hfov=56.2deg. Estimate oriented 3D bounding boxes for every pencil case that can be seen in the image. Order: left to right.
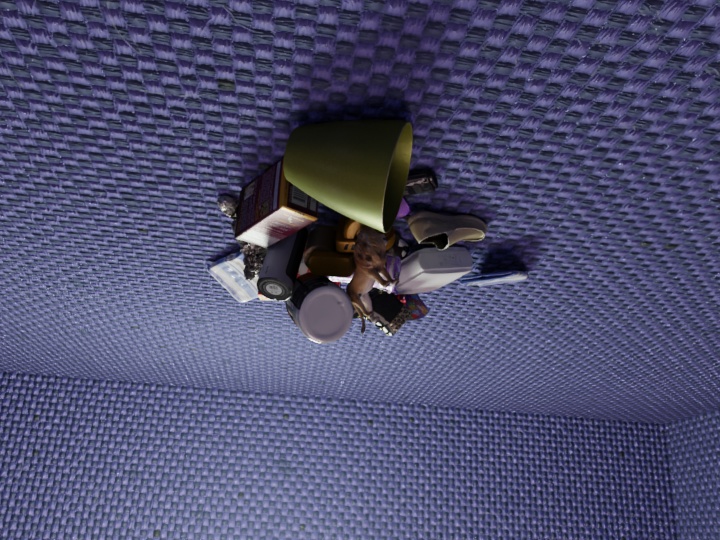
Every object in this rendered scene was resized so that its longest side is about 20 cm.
[{"bbox_3d":[0.000,0.000,1.537,0.195,0.088,0.084,9,-172,14],"label":"pencil case"}]

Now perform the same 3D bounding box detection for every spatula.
[{"bbox_3d":[0.104,-0.111,1.496,0.055,0.021,0.199,-16,154,22],"label":"spatula"}]

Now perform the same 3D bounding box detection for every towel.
[{"bbox_3d":[-0.307,0.018,1.770,0.198,0.024,0.147,-18,123,46],"label":"towel"},{"bbox_3d":[0.340,0.020,1.704,0.143,0.025,0.199,-9,175,23],"label":"towel"}]

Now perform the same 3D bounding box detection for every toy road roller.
[{"bbox_3d":[-0.024,-0.077,1.439,0.194,0.124,0.149,1,125,5],"label":"toy road roller"}]

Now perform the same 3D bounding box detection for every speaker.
[{"bbox_3d":[-0.163,-0.039,1.461,0.079,0.203,0.082,8,142,6],"label":"speaker"}]

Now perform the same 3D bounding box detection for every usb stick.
[{"bbox_3d":[0.058,-0.166,1.354,0.195,0.033,0.056,-7,149,24],"label":"usb stick"}]

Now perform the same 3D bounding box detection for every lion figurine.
[{"bbox_3d":[0.009,0.020,1.375,0.072,0.122,0.202,-15,141,-51],"label":"lion figurine"}]

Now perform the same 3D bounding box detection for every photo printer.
[{"bbox_3d":[0.159,0.006,1.675,0.163,0.071,0.199,-3,164,-31],"label":"photo printer"}]

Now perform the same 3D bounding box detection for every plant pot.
[{"bbox_3d":[-0.027,-0.182,1.168,0.195,0.191,0.188,15,161,12],"label":"plant pot"}]

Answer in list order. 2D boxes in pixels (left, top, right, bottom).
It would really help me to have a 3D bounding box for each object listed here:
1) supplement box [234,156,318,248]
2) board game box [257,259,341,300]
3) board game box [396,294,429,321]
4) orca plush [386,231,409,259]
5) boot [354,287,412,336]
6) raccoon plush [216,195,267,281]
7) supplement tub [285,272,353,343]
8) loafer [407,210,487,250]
[{"bbox_3d":[-0.169,-0.133,1.359,0.084,0.113,0.198,17,155,-33],"label":"supplement box"},{"bbox_3d":[-0.142,-0.004,1.618,0.194,0.156,0.046,1,161,4],"label":"board game box"},{"bbox_3d":[0.094,0.058,1.766,0.154,0.201,0.040,-1,122,-24],"label":"board game box"},{"bbox_3d":[0.039,-0.054,1.579,0.103,0.073,0.199,-12,154,33],"label":"orca plush"},{"bbox_3d":[0.014,0.116,1.646,0.154,0.204,0.074,44,-176,-8],"label":"boot"},{"bbox_3d":[-0.265,-0.062,1.514,0.095,0.138,0.198,-13,153,38],"label":"raccoon plush"},{"bbox_3d":[-0.093,0.074,1.436,0.119,0.126,0.200,10,-174,-16],"label":"supplement tub"},{"bbox_3d":[0.192,-0.081,1.479,0.195,0.070,0.076,4,160,-22],"label":"loafer"}]
